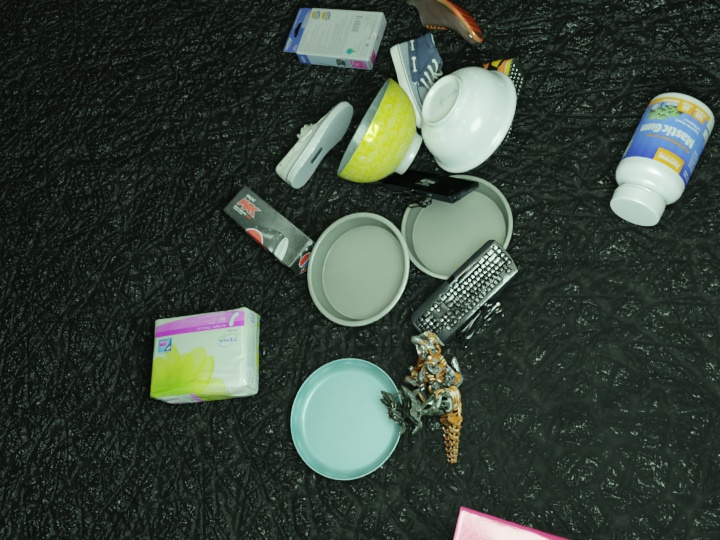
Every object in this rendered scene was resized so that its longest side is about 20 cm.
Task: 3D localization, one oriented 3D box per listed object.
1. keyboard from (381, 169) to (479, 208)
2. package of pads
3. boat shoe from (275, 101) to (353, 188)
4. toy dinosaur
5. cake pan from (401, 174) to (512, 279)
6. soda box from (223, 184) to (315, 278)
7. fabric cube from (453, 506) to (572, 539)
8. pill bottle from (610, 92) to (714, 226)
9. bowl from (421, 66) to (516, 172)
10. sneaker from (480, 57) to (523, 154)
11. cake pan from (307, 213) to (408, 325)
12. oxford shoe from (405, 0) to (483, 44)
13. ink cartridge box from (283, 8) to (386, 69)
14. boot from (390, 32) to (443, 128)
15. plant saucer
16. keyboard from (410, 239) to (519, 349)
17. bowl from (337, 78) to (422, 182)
[{"bbox_3d":[0.113,-0.137,1.268,0.103,0.040,0.199,-27,27,-27],"label":"keyboard"},{"bbox_3d":[-0.282,0.160,1.299,0.197,0.068,0.156,-9,66,14],"label":"package of pads"},{"bbox_3d":[-0.095,-0.260,1.410,0.070,0.071,0.201,35,89,23],"label":"boat shoe"},{"bbox_3d":[0.118,0.203,1.144,0.134,0.103,0.201,-13,60,-26],"label":"toy dinosaur"},{"bbox_3d":[0.172,-0.073,1.269,0.198,0.037,0.203,-6,67,15],"label":"cake pan"},{"bbox_3d":[-0.169,-0.075,1.360,0.199,0.063,0.071,39,83,26],"label":"soda box"},{"bbox_3d":[0.218,0.450,0.961,0.197,0.200,0.199,10,71,18],"label":"fabric cube"},{"bbox_3d":[0.492,-0.180,1.174,0.111,0.112,0.201,24,77,24],"label":"pill bottle"},{"bbox_3d":[0.173,-0.284,1.272,0.200,0.090,0.203,-29,50,42],"label":"bowl"},{"bbox_3d":[0.237,-0.302,1.333,0.089,0.070,0.202,10,74,40],"label":"sneaker"},{"bbox_3d":[0.000,0.000,1.265,0.198,0.037,0.203,-6,76,25],"label":"cake pan"},{"bbox_3d":[0.169,-0.510,1.439,0.073,0.071,0.201,-50,64,25],"label":"oxford shoe"},{"bbox_3d":[-0.054,-0.491,1.502,0.198,0.042,0.121,12,73,18],"label":"ink cartridge box"},{"bbox_3d":[0.122,-0.375,1.384,0.089,0.073,0.202,-20,64,14],"label":"boot"},{"bbox_3d":[-0.022,0.251,1.207,0.197,0.027,0.203,-6,67,15],"label":"plant saucer"},{"bbox_3d":[0.181,0.050,1.185,0.200,0.040,0.104,-46,78,10],"label":"keyboard"},{"bbox_3d":[0.050,-0.239,1.314,0.107,0.200,0.202,27,77,-10],"label":"bowl"}]
